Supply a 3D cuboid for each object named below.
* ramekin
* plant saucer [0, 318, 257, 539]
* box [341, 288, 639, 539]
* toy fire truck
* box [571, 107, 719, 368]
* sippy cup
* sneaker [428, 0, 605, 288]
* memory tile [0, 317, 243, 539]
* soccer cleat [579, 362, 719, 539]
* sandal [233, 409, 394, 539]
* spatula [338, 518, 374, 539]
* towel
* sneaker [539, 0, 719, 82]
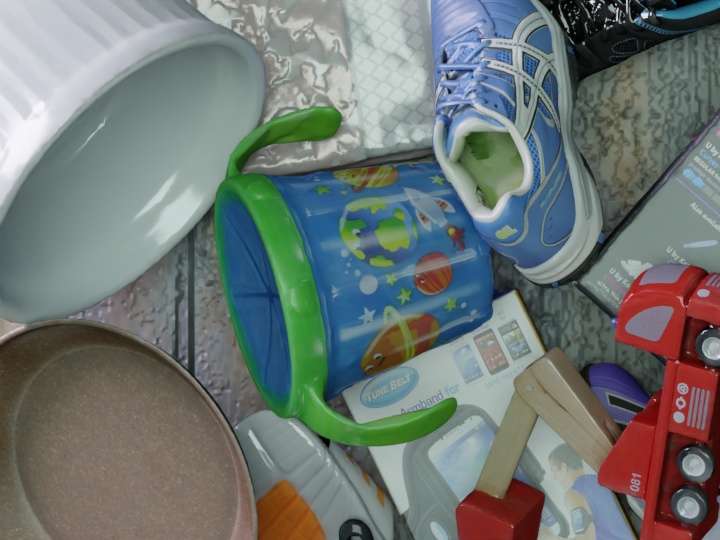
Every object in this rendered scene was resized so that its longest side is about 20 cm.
[{"bbox_3d":[-0.156,-0.077,1.321,0.098,0.200,0.201,43,94,21],"label":"ramekin"},{"bbox_3d":[-0.138,0.117,1.352,0.199,0.037,0.202,9,113,23],"label":"plant saucer"},{"bbox_3d":[0.071,0.105,1.397,0.118,0.041,0.201,-27,90,5],"label":"box"},{"bbox_3d":[0.129,0.084,1.289,0.140,0.049,0.202,15,114,23],"label":"toy fire truck"},{"bbox_3d":[0.220,-0.035,1.339,0.106,0.122,0.200,41,95,4],"label":"box"},{"bbox_3d":[0.000,0.000,1.338,0.129,0.140,0.179,-15,101,-16],"label":"sippy cup"},{"bbox_3d":[0.076,-0.090,1.312,0.075,0.077,0.201,-33,56,24],"label":"sneaker"},{"bbox_3d":[-0.164,0.116,1.398,0.200,0.017,0.153,45,121,7],"label":"memory tile"},{"bbox_3d":[0.187,0.125,1.344,0.073,0.068,0.201,-38,59,20],"label":"soccer cleat"},{"bbox_3d":[-0.010,0.160,1.402,0.079,0.059,0.207,-29,109,21],"label":"sandal"},{"bbox_3d":[0.020,0.230,1.385,0.056,0.021,0.201,-10,114,13],"label":"spatula"},{"bbox_3d":[-0.043,-0.154,1.412,0.189,0.032,0.202,-7,89,6],"label":"towel"},{"bbox_3d":[0.144,-0.155,1.367,0.199,0.082,0.074,-23,91,7],"label":"sneaker"}]
